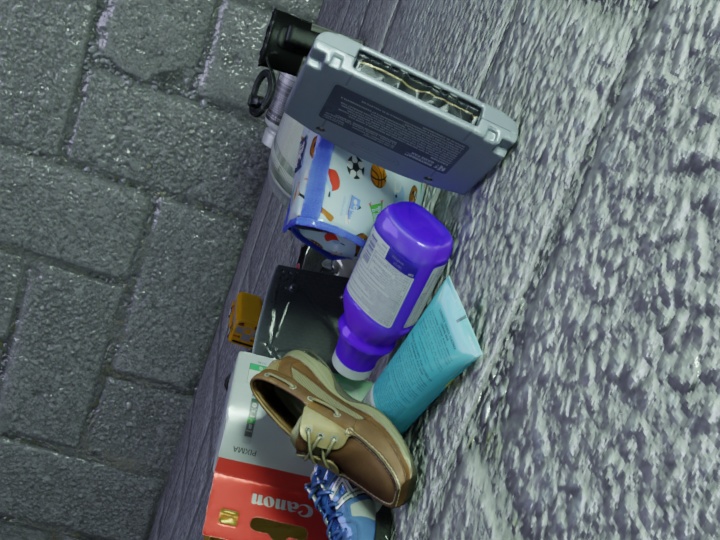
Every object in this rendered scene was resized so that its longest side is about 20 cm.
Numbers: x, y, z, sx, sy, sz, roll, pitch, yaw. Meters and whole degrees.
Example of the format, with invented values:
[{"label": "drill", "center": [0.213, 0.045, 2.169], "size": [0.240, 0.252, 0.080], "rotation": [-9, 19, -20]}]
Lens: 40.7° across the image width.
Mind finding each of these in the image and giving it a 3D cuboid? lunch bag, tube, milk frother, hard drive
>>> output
[{"label": "lunch bag", "center": [-0.009, -0.103, 1.051], "size": [0.200, 0.122, 0.172], "rotation": [30, -109, -68]}, {"label": "tube", "center": [0.049, 0.095, 0.881], "size": [0.078, 0.050, 0.201], "rotation": [64, 144, 27]}, {"label": "milk frother", "center": [-0.110, -0.381, 1.895], "size": [0.181, 0.186, 0.202], "rotation": [-105, 33, -69]}, {"label": "hard drive", "center": [-0.064, 0.103, 1.191], "size": [0.042, 0.133, 0.203], "rotation": [96, -176, -77]}]

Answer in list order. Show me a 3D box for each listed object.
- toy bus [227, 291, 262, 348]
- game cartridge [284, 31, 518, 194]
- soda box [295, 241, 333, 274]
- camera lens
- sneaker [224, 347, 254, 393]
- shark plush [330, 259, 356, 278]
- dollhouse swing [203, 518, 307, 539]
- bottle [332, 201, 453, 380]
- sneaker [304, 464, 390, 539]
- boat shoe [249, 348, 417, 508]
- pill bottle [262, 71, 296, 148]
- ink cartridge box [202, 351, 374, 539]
[{"label": "toy bus", "center": [-0.265, 0.111, 2.239], "size": [0.200, 0.064, 0.079], "rotation": [-104, 33, -67]}, {"label": "game cartridge", "center": [0.032, -0.139, 0.903], "size": [0.133, 0.198, 0.041], "rotation": [133, 159, -62]}, {"label": "soda box", "center": [-0.071, 0.049, 1.425], "size": [0.063, 0.070, 0.202], "rotation": [144, 141, -72]}, {"label": "camera lens", "center": [-0.037, -0.189, 1.375], "size": [0.201, 0.158, 0.161], "rotation": [118, 163, -44]}, {"label": "sneaker", "center": [-0.101, 0.105, 1.278], "size": [0.199, 0.071, 0.082], "rotation": [-34, 12, -35]}, {"label": "shark plush", "center": [0.000, 0.000, 1.279], "size": [0.083, 0.090, 0.202], "rotation": [84, 176, -66]}, {"label": "dollhouse swing", "center": [-0.151, 0.352, 1.197], "size": [0.175, 0.180, 0.202], "rotation": [9, 82, 57]}, {"label": "bottle", "center": [0.024, 0.028, 1.002], "size": [0.084, 0.065, 0.201], "rotation": [44, 129, 27]}, {"label": "sneaker", "center": [-0.017, 0.227, 0.934], "size": [0.201, 0.076, 0.076], "rotation": [-96, 27, -57]}, {"label": "boat shoe", "center": [-0.032, 0.152, 0.905], "size": [0.200, 0.073, 0.076], "rotation": [37, 130, 38]}, {"label": "pill bottle", "center": [-0.161, -0.386, 2.310], "size": [0.114, 0.113, 0.202], "rotation": [-102, 31, -66]}, {"label": "ink cartridge box", "center": [-0.072, 0.193, 1.029], "size": [0.050, 0.159, 0.202], "rotation": [115, 166, -46]}]
